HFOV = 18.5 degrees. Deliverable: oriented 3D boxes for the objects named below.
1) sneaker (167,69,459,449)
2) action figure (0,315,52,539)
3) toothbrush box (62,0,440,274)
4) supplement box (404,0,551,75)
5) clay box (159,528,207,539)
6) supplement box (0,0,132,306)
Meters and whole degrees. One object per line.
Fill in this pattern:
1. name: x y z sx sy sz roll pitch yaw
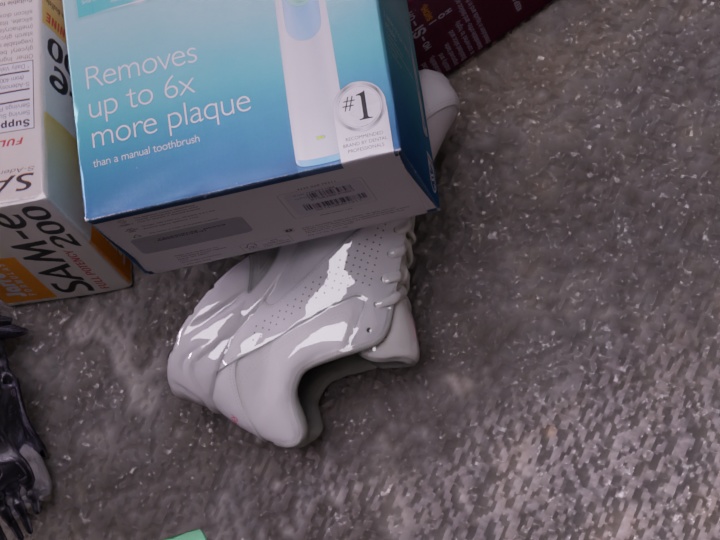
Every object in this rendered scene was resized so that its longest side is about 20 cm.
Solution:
1. sneaker: 0.000 0.000 1.057 0.099 0.078 0.200 34 91 17
2. action figure: -0.209 0.078 1.057 0.118 0.200 0.102 -7 106 -12
3. toothbrush box: -0.055 -0.116 1.007 0.146 0.085 0.201 -11 70 11
4. supplement box: -0.005 -0.144 1.096 0.200 0.086 0.110 -35 65 2
5. clay box: -0.144 0.207 1.027 0.199 0.048 0.115 -21 69 6
6. supplement box: -0.169 -0.098 1.105 0.073 0.126 0.201 -9 69 11
